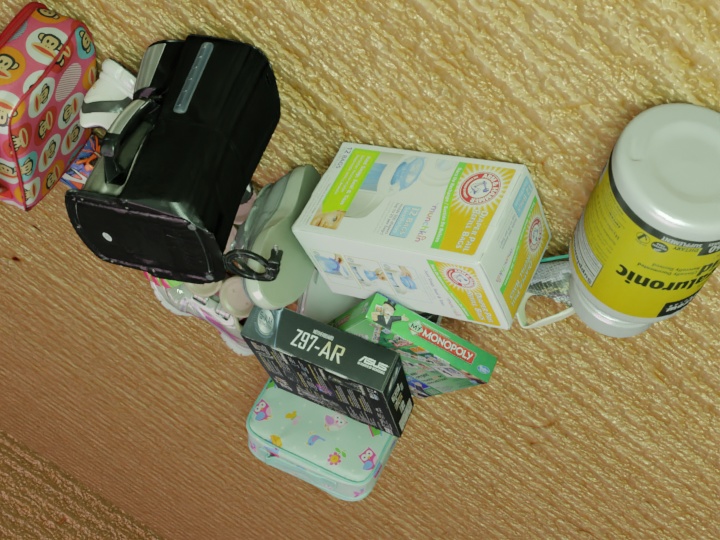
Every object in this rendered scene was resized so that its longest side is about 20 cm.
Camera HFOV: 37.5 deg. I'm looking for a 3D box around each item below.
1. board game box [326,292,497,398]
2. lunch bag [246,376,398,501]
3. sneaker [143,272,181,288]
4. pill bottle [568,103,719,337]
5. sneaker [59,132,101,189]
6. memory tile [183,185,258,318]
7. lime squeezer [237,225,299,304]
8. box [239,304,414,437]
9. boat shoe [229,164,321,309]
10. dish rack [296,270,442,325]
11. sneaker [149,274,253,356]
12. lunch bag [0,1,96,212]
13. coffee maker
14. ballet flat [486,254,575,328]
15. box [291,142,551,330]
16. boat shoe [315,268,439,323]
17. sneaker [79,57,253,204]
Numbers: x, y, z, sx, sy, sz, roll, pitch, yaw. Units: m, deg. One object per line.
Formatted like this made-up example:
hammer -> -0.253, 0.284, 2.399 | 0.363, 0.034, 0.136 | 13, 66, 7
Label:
board game box -> 0.040, 0.082, 1.072 | 0.134, 0.029, 0.200 | 29, 163, -9
lunch bag -> -0.052, 0.211, 1.433 | 0.198, 0.161, 0.077 | 23, 152, 12
sneaker -> -0.264, -0.053, 1.296 | 0.200, 0.084, 0.077 | 38, 142, 24
pill bottle -> 0.225, -0.027, 0.823 | 0.111, 0.112, 0.200 | 25, 153, 9
sneaker -> -0.318, -0.125, 1.234 | 0.198, 0.076, 0.079 | 22, 148, 11
memory tile -> -0.177, -0.047, 1.188 | 0.199, 0.017, 0.154 | 29, 111, 2
lime squeezer -> -0.084, 0.014, 1.271 | 0.070, 0.038, 0.200 | 2, 142, 42
box -> -0.030, 0.108, 1.123 | 0.159, 0.044, 0.200 | 21, 162, 16
boat shoe -> -0.085, -0.027, 1.023 | 0.071, 0.202, 0.070 | -19, 120, 26
dish rack -> -0.001, 0.062, 1.197 | 0.170, 0.044, 0.201 | 25, 131, 13
sneaker -> -0.178, 0.034, 1.361 | 0.199, 0.082, 0.088 | 35, 152, -27
lunch bag -> -0.344, -0.154, 1.092 | 0.081, 0.177, 0.200 | 25, 149, 2
coffee maker -> -0.140, -0.097, 0.960 | 0.191, 0.201, 0.135 | 23, 149, -7
ballet flat -> 0.144, 0.022, 1.014 | 0.199, 0.072, 0.072 | -3, 138, 45
box -> 0.058, -0.035, 0.969 | 0.199, 0.113, 0.102 | 12, 150, 34
boat shoe -> 0.000, 0.000, 1.106 | 0.199, 0.067, 0.057 | 33, 157, 26
sneaker -> -0.199, -0.126, 1.088 | 0.199, 0.080, 0.074 | 37, 179, -8
